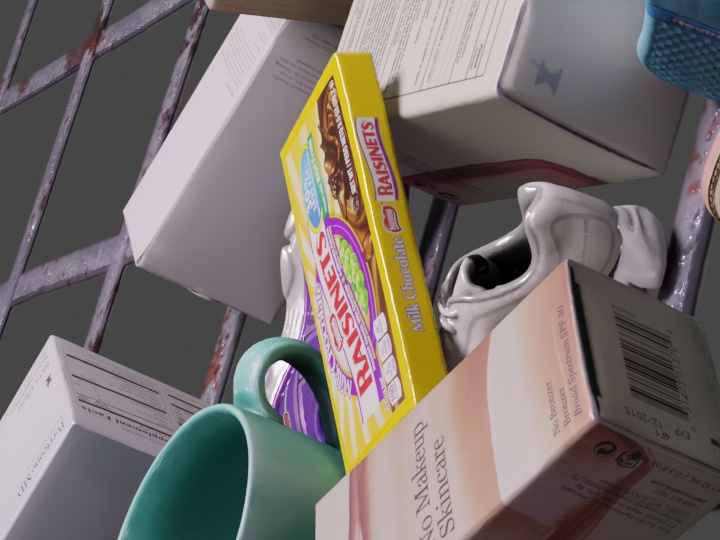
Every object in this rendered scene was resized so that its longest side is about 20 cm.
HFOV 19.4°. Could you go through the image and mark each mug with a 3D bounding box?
[{"bbox_3d":[-0.042,0.148,1.102,0.186,0.114,0.152,-59,26,13],"label":"mug"}]

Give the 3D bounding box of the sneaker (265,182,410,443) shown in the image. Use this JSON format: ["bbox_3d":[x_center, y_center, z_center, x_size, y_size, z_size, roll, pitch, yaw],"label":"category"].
[{"bbox_3d":[0.002,0.025,1.202,0.083,0.080,0.201,4,80,48],"label":"sneaker"}]

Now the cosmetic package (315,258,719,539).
[{"bbox_3d":[0.069,0.102,0.958,0.200,0.087,0.104,-48,32,33],"label":"cosmetic package"}]

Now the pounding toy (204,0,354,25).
[{"bbox_3d":[-0.026,-0.229,1.284,0.143,0.183,0.201,-68,32,34],"label":"pounding toy"}]

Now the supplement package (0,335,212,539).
[{"bbox_3d":[-0.162,0.171,1.266,0.201,0.155,0.111,-58,27,14],"label":"supplement package"}]

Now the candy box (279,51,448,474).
[{"bbox_3d":[0.000,0.000,1.072,0.102,0.026,0.201,121,142,-56],"label":"candy box"}]

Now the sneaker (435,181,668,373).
[{"bbox_3d":[0.064,0.035,1.041,0.200,0.081,0.075,-54,29,26],"label":"sneaker"}]

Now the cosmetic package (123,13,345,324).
[{"bbox_3d":[-0.057,-0.080,1.346,0.201,0.107,0.085,-55,26,18],"label":"cosmetic package"}]

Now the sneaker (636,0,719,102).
[{"bbox_3d":[0.178,-0.162,0.931,0.200,0.079,0.131,105,-171,-80],"label":"sneaker"}]

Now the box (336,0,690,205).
[{"bbox_3d":[0.079,-0.117,1.110,0.200,0.108,0.129,-4,64,61],"label":"box"}]

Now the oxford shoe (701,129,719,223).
[{"bbox_3d":[0.215,-0.069,0.850,0.200,0.070,0.074,-46,34,35],"label":"oxford shoe"}]
